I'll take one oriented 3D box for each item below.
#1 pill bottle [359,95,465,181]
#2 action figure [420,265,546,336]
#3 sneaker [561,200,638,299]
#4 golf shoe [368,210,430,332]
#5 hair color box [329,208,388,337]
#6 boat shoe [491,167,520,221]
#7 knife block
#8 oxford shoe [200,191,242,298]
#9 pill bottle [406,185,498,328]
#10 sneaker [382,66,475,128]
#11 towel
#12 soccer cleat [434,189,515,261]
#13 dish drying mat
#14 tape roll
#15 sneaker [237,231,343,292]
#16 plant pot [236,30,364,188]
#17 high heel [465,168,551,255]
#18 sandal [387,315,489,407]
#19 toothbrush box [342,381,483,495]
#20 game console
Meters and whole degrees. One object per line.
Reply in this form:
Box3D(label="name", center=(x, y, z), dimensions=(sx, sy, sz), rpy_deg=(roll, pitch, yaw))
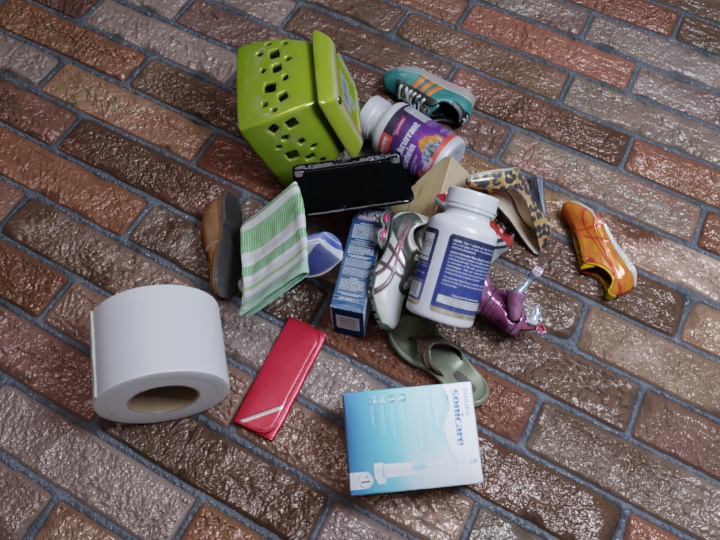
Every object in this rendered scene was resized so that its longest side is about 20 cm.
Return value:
Box3D(label="pill bottle", center=(0.091, -0.249, 1.295), dimensions=(0.199, 0.112, 0.112), rpy_deg=(35, 66, 17))
Box3D(label="action figure", center=(0.217, 0.055, 1.122), dimensions=(0.199, 0.135, 0.149), rpy_deg=(34, 67, 19))
Box3D(label="sneaker", center=(0.414, -0.042, 1.214), dimensions=(0.076, 0.073, 0.202), rpy_deg=(-25, 62, -3))
Box3D(label="golf shoe", center=(0.064, -0.001, 1.102), dimensions=(0.087, 0.077, 0.204), rpy_deg=(0, 78, 26))
Box3D(label="hair color box", center=(0.000, 0.000, 1.166), dimensions=(0.059, 0.101, 0.203), rpy_deg=(11, 61, 7))
Box3D(label="boat shoe", center=(0.224, -0.116, 1.253), dimensions=(0.200, 0.063, 0.073), rpy_deg=(-38, 68, -19))
Box3D(label="knife block", center=(0.128, -0.074, 1.180), dimensions=(0.200, 0.064, 0.177), rpy_deg=(-42, 44, 18))
Box3D(label="oxford shoe", center=(-0.254, -0.039, 1.214), dimensions=(0.070, 0.071, 0.203), rpy_deg=(-16, 59, 22))
Box3D(label="pill bottle", center=(0.148, -0.022, 1.051), dimensions=(0.109, 0.111, 0.204), rpy_deg=(17, 95, 8))
Box3D(label="sneaker", center=(0.130, -0.348, 1.372), dimensions=(0.197, 0.072, 0.081), rpy_deg=(20, 59, 8))
Box3D(label="towel", center=(-0.145, -0.036, 1.104), dimensions=(0.152, 0.023, 0.202), rpy_deg=(-34, 43, 27))
Box3D(label="soccer cleat", center=(0.186, -0.068, 1.164), dimensions=(0.086, 0.198, 0.069), rpy_deg=(-53, 43, 14))
Box3D(label="dish drying mat", center=(-0.130, 0.175, 1.117), dimensions=(0.076, 0.018, 0.202), rpy_deg=(21, 64, 11))
Box3D(label="tape roll", center=(-0.306, 0.132, 1.034), dimensions=(0.199, 0.204, 0.141), rpy_deg=(-12, 63, -7))
Box3D(label="sneaker", center=(-0.126, -0.039, 1.168), dimensions=(0.197, 0.080, 0.117), rpy_deg=(-23, 46, 28))
Box3D(label="plant pot", center=(-0.103, -0.302, 1.244), dimensions=(0.178, 0.199, 0.203), rpy_deg=(-14, 61, 15))
Box3D(label="high heel", center=(0.264, -0.101, 1.195), dimensions=(0.197, 0.071, 0.145), rpy_deg=(0, 83, -35))
Box3D(label="sandal", center=(0.133, 0.140, 1.116), dimensions=(0.200, 0.058, 0.080), rpy_deg=(38, 68, 17))
Box3D(label="toothbrush box", center=(0.075, 0.252, 1.023), dimensions=(0.196, 0.085, 0.149), rpy_deg=(-6, 76, -3))
Box3D(label="game console", center=(-0.018, -0.137, 1.215), dimensions=(0.196, 0.176, 0.119), rpy_deg=(-8, 78, -6))
